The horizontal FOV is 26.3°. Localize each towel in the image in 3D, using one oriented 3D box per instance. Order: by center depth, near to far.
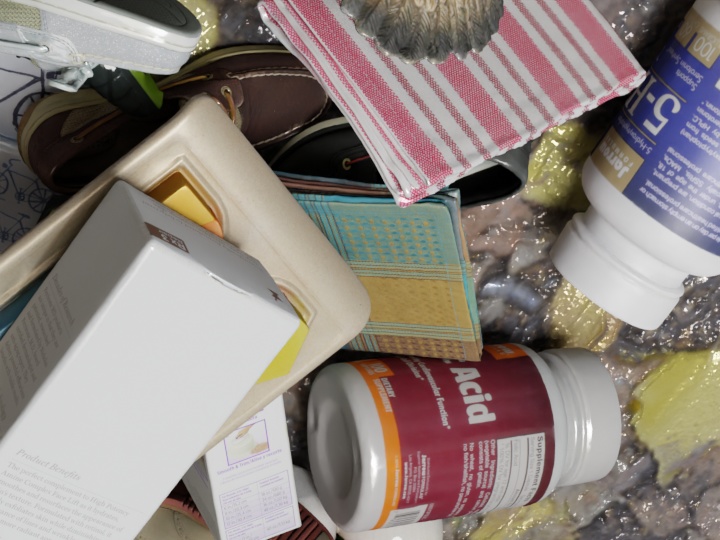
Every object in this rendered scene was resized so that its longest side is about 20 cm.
[{"bbox_3d":[0.055,-0.130,0.878,0.199,0.147,0.030,-28,166,-34],"label":"towel"},{"bbox_3d":[0.000,0.000,0.967,0.145,0.022,0.200,5,152,13],"label":"towel"}]

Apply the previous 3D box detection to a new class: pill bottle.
[{"bbox_3d":[0.215,-0.067,1.005,0.119,0.120,0.201,23,111,-26],"label":"pill bottle"},{"bbox_3d":[0.072,0.111,1.069,0.198,0.114,0.115,-6,122,-23],"label":"pill bottle"}]

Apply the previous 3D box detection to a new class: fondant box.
[{"bbox_3d":[-0.098,0.055,0.971,0.058,0.144,0.201,-18,124,-17],"label":"fondant box"}]

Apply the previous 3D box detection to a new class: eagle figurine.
[{"bbox_3d":[0.023,-0.215,0.814,0.151,0.200,0.151,22,112,-26],"label":"eagle figurine"}]

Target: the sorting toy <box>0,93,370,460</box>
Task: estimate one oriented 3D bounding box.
[{"bbox_3d":[-0.107,0.030,0.837,0.200,0.036,0.185,-41,128,-2],"label":"sorting toy"}]

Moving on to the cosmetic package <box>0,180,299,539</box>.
[{"bbox_3d":[-0.134,0.066,0.786,0.101,0.074,0.200,31,103,-36],"label":"cosmetic package"}]

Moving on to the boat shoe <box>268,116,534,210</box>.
[{"bbox_3d":[0.015,-0.057,0.944,0.200,0.064,0.074,-16,144,34],"label":"boat shoe"}]

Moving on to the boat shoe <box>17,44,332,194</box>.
[{"bbox_3d":[-0.101,-0.084,0.925,0.199,0.072,0.073,-12,121,-21],"label":"boat shoe"}]

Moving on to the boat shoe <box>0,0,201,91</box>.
[{"bbox_3d":[-0.181,-0.129,0.798,0.200,0.075,0.065,11,114,2],"label":"boat shoe"}]

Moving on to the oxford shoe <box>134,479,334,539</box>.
[{"bbox_3d":[-0.110,0.176,1.046,0.199,0.070,0.075,18,111,19],"label":"oxford shoe"}]

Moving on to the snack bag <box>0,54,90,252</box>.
[{"bbox_3d":[-0.254,-0.091,0.918,0.187,0.021,0.201,18,114,-24],"label":"snack bag"}]

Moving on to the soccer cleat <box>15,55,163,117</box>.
[{"bbox_3d":[-0.196,-0.149,0.859,0.081,0.068,0.200,-44,104,8],"label":"soccer cleat"}]

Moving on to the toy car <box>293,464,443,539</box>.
[{"bbox_3d":[-0.025,0.244,1.106,0.198,0.150,0.176,8,117,-20],"label":"toy car"}]

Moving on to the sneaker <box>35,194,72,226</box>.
[{"bbox_3d":[-0.156,0.047,0.919,0.080,0.074,0.201,-3,117,3],"label":"sneaker"}]
